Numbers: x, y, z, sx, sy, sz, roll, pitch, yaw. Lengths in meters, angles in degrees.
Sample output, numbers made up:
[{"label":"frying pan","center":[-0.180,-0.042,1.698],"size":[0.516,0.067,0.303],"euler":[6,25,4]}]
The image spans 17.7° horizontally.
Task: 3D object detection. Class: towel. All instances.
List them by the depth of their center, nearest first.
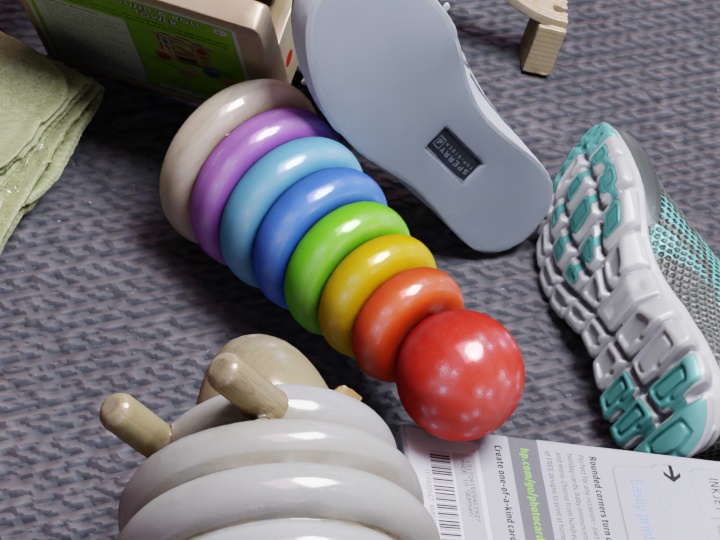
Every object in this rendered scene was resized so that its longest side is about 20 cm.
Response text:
[{"label":"towel","center":[-0.229,-0.079,1.049],"size":[0.199,0.037,0.149],"euler":[25,43,4]}]

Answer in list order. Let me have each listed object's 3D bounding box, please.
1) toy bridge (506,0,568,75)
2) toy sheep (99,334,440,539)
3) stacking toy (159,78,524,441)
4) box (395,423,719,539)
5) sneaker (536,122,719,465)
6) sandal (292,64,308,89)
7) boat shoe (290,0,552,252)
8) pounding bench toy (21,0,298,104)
[{"label":"toy bridge","center":[0.014,-0.156,1.201],"size":[0.198,0.068,0.027],"euler":[14,42,-8]},{"label":"toy sheep","center":[-0.032,0.113,0.855],"size":[0.137,0.138,0.201],"euler":[7,57,-14]},{"label":"stacking toy","center":[0.000,0.000,0.996],"size":[0.085,0.086,0.200],"euler":[-19,45,-35]},{"label":"box","center":[0.113,0.142,0.945],"size":[0.198,0.041,0.157],"euler":[7,43,-13]},{"label":"sneaker","center":[0.145,0.016,1.081],"size":[0.091,0.078,0.201],"euler":[15,43,-31]},{"label":"sandal","center":[-0.059,-0.130,1.155],"size":[0.199,0.048,0.076],"euler":[27,75,7]},{"label":"boat shoe","center":[0.018,-0.092,1.068],"size":[0.202,0.075,0.086],"euler":[42,7,-47]},{"label":"pounding bench toy","center":[-0.107,-0.185,1.082],"size":[0.198,0.124,0.157],"euler":[17,75,9]}]
